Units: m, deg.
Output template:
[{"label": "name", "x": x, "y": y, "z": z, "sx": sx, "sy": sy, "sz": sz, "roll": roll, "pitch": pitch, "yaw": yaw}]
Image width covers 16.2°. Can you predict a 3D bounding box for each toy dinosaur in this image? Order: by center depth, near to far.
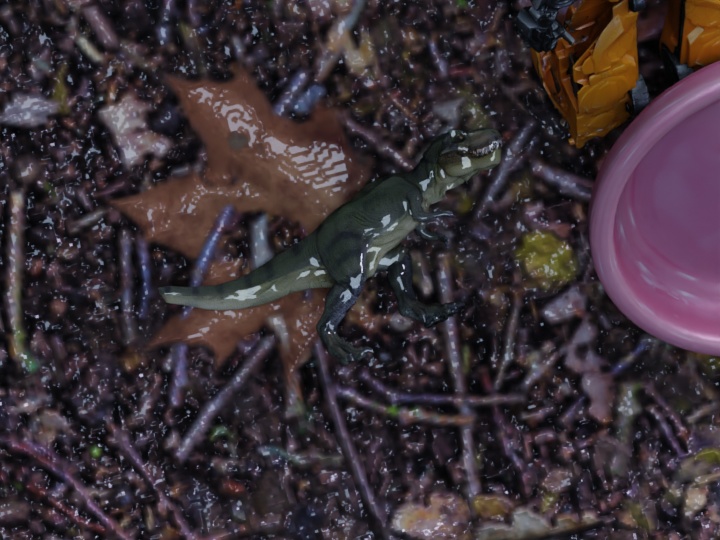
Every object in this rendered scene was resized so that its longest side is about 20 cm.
[{"label": "toy dinosaur", "x": 0.000, "y": 0.000, "z": 1.362, "sx": 0.200, "sy": 0.047, "sz": 0.088, "roll": -29, "pitch": 82, "yaw": -2}]

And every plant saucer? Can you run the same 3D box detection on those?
[{"label": "plant saucer", "x": 0.216, "y": -0.042, "z": 1.335, "sx": 0.200, "sy": 0.051, "sz": 0.201, "roll": -3, "pitch": 131, "yaw": -4}]

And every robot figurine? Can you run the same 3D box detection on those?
[{"label": "robot figurine", "x": 0.143, "y": -0.137, "z": 1.287, "sx": 0.145, "sy": 0.200, "sz": 0.058, "roll": -21, "pitch": 65, "yaw": -4}]
